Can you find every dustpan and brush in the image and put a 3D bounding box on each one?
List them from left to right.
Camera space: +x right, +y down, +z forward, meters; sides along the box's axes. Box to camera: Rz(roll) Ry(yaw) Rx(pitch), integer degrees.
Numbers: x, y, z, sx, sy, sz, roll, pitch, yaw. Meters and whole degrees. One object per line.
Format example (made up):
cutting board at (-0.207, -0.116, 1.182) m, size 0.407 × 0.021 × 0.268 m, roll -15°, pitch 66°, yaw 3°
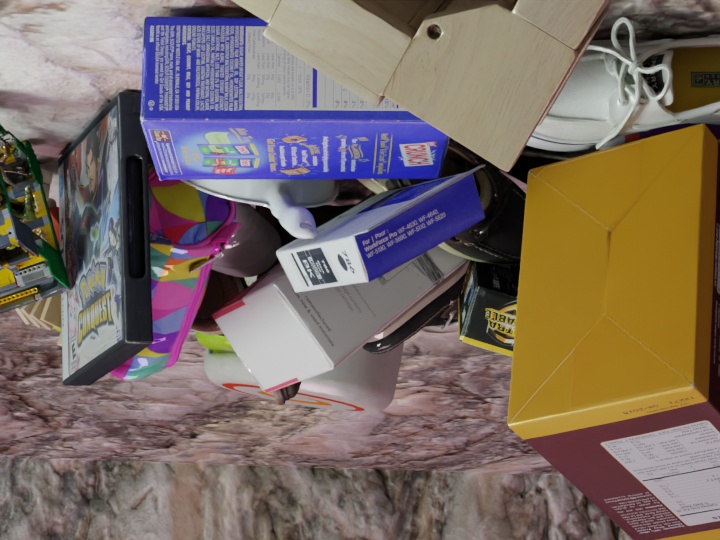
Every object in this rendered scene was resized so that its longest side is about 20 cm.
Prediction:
dustpan and brush at (-0.065, -0.062, 1.653) m, size 0.138 × 0.058 × 0.200 m, roll 4°, pitch -173°, yaw -20°

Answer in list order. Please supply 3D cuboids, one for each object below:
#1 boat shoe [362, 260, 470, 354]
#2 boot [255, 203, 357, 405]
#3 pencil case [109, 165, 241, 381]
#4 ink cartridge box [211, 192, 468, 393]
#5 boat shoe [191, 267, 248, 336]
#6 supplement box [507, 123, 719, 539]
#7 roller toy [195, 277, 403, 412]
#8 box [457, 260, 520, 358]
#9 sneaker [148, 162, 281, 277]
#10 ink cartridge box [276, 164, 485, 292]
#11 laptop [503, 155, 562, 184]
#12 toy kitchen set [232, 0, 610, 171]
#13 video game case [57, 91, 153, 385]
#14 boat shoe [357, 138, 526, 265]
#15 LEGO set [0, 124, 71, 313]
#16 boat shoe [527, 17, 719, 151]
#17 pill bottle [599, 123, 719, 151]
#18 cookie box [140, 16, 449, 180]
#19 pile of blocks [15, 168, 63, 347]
boat shoe at (0.076, 0.019, 1.925) m, size 0.200 × 0.068 × 0.072 m, roll -36°, pitch -157°, yaw -35°
boot at (-0.037, 0.019, 1.902) m, size 0.096 × 0.201 × 0.075 m, roll -6°, pitch 144°, yaw 4°
pencil case at (-0.154, 0.004, 1.762) m, size 0.088 × 0.089 × 0.200 m, roll 4°, pitch 146°, yaw -18°
ink cartridge box at (0.000, 0.000, 1.805) m, size 0.200 × 0.083 × 0.146 m, roll -38°, pitch -175°, yaw -25°
boat shoe at (-0.134, 0.001, 1.938) m, size 0.074 × 0.075 × 0.202 m, roll 18°, pitch -167°, yaw -38°
supplement box at (0.208, 0.050, 1.517) m, size 0.132 × 0.199 × 0.200 m, roll -14°, pitch 142°, yaw 30°
roller toy at (-0.048, 0.051, 2.144) m, size 0.181 × 0.141 × 0.200 m, roll 9°, pitch 172°, yaw 9°
box at (0.155, 0.039, 1.755) m, size 0.159 × 0.050 × 0.200 m, roll 18°, pitch -171°, yaw -1°
sneaker at (-0.170, -0.056, 1.845) m, size 0.199 × 0.074 × 0.116 m, roll 6°, pitch 152°, yaw 27°
ink cartridge box at (0.017, -0.026, 1.572) m, size 0.099 × 0.039 × 0.200 m, roll -29°, pitch -175°, yaw -18°
laptop at (0.200, -0.011, 1.769) m, size 0.103 × 0.201 × 0.177 m, roll -32°, pitch -150°, yaw -14°
toy kitchen set at (0.050, -0.197, 1.196) m, size 0.199 × 0.181 × 0.163 m, roll 31°, pitch -150°, yaw 3°
video game case at (-0.192, -0.019, 1.710) m, size 0.025 × 0.182 × 0.200 m, roll 2°, pitch 168°, yaw -20°
boat shoe at (0.073, -0.052, 1.708) m, size 0.199 × 0.074 × 0.065 m, roll 26°, pitch 179°, yaw -34°
LEGO set at (-0.300, -0.037, 1.695) m, size 0.115 × 0.155 × 0.200 m, roll -18°, pitch 174°, yaw 3°
boat shoe at (0.187, -0.122, 1.492) m, size 0.200 × 0.075 × 0.086 m, roll -2°, pitch 169°, yaw -2°
pill bottle at (0.270, -0.081, 1.590) m, size 0.198 × 0.113 × 0.112 m, roll -4°, pitch 167°, yaw 18°
cookie box at (-0.041, -0.112, 1.529) m, size 0.198 × 0.076 × 0.171 m, roll 1°, pitch 170°, yaw -1°
pile of blocks at (-0.242, -0.004, 1.841) m, size 0.062 × 0.082 × 0.200 m, roll 0°, pitch 134°, yaw 49°
